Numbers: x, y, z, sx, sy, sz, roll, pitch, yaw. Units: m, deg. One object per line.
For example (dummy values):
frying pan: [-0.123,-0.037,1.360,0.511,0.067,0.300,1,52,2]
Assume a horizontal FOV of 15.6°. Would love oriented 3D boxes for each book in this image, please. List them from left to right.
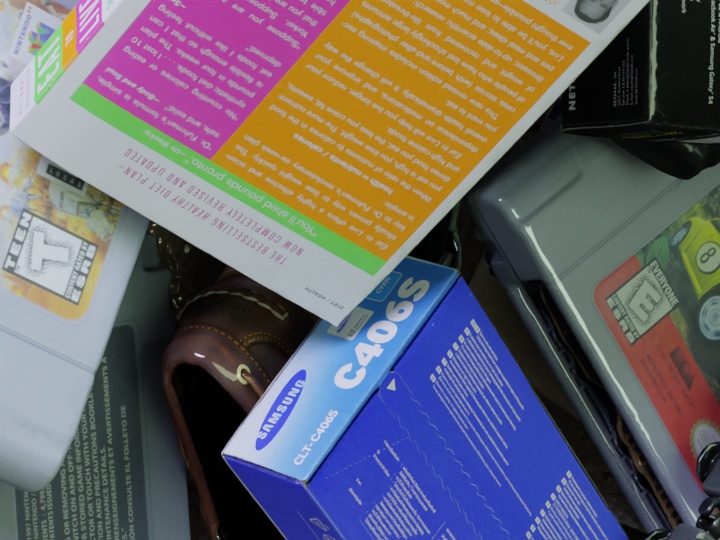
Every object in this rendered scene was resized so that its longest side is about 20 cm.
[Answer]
book: [0.000,-0.084,0.808,0.133,0.200,0.048,28,35,-28]

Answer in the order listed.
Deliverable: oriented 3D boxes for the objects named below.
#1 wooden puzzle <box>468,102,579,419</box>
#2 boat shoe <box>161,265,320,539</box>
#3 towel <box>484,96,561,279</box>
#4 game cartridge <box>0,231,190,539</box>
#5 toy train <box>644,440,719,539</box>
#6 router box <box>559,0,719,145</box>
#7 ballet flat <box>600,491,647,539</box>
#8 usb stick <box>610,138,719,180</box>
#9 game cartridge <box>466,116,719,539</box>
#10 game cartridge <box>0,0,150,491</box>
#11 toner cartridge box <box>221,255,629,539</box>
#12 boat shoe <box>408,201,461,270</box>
wooden puzzle: [0.144,-0.003,1.114,0.200,0.046,0.186,33,71,-25]
boat shoe: [-0.026,0.096,0.959,0.201,0.070,0.070,68,30,-23]
towel: [0.143,-0.048,1.074,0.144,0.024,0.201,34,72,-23]
game cartridge: [-0.113,0.090,0.914,0.133,0.041,0.201,-8,95,-57]
toy train: [0.119,0.120,0.961,0.046,0.034,0.200,41,75,-22]
router box: [0.140,-0.145,0.936,0.149,0.051,0.201,2,88,-38]
ballet flat: [0.077,0.117,1.044,0.199,0.046,0.068,6,111,-25]
usb stick: [0.144,-0.126,1.007,0.055,0.033,0.201,30,64,-9]
game cartridge: [0.137,0.020,1.024,0.133,0.041,0.201,-39,105,-31]
game cartridge: [-0.126,-0.045,0.850,0.133,0.041,0.201,29,71,-34]
toner cartridge box: [0.036,0.094,0.938,0.095,0.043,0.200,-53,133,-23]
boat shoe: [-0.002,0.001,0.967,0.073,0.063,0.202,-12,120,-32]
